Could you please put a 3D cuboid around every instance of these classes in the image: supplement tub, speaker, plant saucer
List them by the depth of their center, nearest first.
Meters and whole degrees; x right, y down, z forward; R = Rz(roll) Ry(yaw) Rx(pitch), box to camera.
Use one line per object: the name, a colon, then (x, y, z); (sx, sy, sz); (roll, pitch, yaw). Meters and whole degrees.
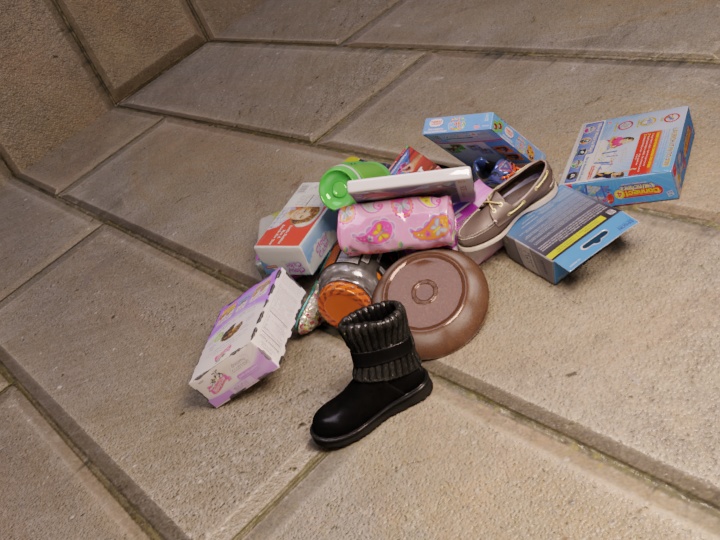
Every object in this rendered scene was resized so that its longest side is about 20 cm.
plant saucer: (0.105, 0.042, 1.475); (0.196, 0.037, 0.204); (-9, 58, 15)
supplement tub: (0.000, 0.000, 1.611); (0.120, 0.124, 0.202); (-8, 38, 29)
speaker: (-0.005, -0.153, 1.686); (0.087, 0.090, 0.199); (-13, 3, 23)

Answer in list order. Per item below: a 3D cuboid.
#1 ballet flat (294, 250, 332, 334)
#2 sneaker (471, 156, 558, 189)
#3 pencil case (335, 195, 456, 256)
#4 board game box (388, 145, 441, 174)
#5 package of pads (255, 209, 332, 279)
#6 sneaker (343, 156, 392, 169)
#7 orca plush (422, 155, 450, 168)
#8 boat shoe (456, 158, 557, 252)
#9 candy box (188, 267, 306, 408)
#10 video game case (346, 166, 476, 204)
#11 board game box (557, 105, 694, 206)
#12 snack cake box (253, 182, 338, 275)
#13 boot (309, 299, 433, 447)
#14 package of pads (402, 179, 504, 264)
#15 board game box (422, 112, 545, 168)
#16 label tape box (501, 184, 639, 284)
ballet flat: (-0.055, 0.038, 1.664); (0.063, 0.076, 0.202); (18, 50, 7)
sneaker: (0.270, -0.161, 1.681); (0.198, 0.079, 0.075); (12, 48, 48)
pencil case: (0.057, -0.072, 1.515); (0.196, 0.089, 0.088); (-7, 34, 12)
board game box: (0.062, -0.137, 1.779); (0.201, 0.019, 0.103); (-53, 48, 2)
package of pads: (-0.134, -0.057, 1.865); (0.152, 0.069, 0.201); (-20, 31, 11)
sneaker: (0.041, -0.173, 1.878); (0.199, 0.082, 0.075); (29, 85, 45)
orca plush: (0.127, -0.186, 1.813); (0.104, 0.072, 0.200); (-36, 23, -8)
boat shoe: (0.234, -0.107, 1.517); (0.198, 0.060, 0.072); (-34, 43, -5)
candy box: (-0.193, 0.115, 1.604); (0.167, 0.072, 0.202); (-33, 24, 31)
video game case: (0.089, -0.129, 1.525); (0.195, 0.024, 0.182); (-6, -8, 9)
board game box: (0.459, -0.192, 1.597); (0.193, 0.056, 0.201); (-5, 37, 34)
snack cake box: (-0.099, -0.082, 1.746); (0.113, 0.068, 0.201); (2, 42, 33)
boot: (-0.006, 0.148, 1.359); (0.209, 0.160, 0.080); (-30, 30, -5)
package of pads: (0.175, -0.062, 1.604); (0.199, 0.076, 0.120); (-36, 39, -12)
board game box: (0.231, -0.232, 1.719); (0.149, 0.199, 0.037); (2, 74, 40)
label tape box: (0.334, -0.050, 1.478); (0.142, 0.067, 0.200); (-34, 32, -10)
